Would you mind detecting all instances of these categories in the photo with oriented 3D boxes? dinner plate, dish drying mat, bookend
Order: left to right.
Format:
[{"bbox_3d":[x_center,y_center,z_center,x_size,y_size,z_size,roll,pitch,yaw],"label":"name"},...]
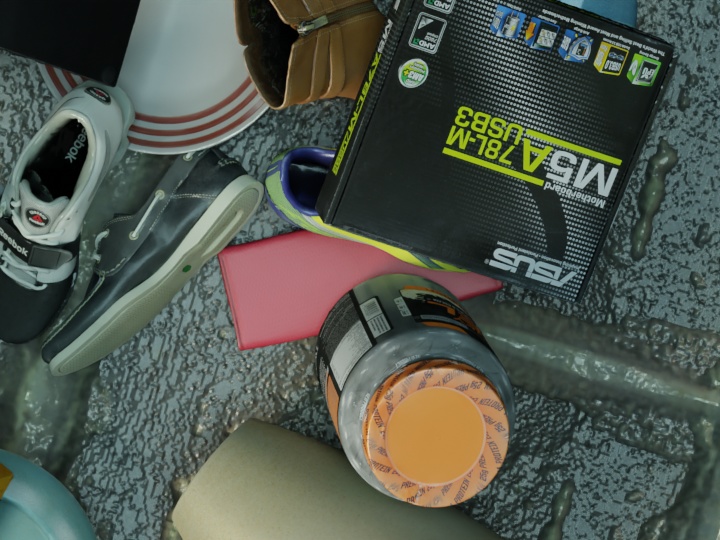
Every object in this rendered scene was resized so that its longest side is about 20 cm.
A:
[{"bbox_3d":[-0.287,-0.208,1.599,0.198,0.199,0.093,17,89,-42],"label":"bookend"},{"bbox_3d":[-0.137,-0.182,1.658,0.198,0.024,0.202,0,87,3],"label":"dinner plate"},{"bbox_3d":[0.000,0.000,1.690,0.198,0.018,0.077,-13,91,-4],"label":"dish drying mat"}]

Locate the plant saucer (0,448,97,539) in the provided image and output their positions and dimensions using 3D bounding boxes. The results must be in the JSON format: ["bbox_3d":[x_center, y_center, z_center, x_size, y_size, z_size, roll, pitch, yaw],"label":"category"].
[{"bbox_3d":[-0.281,0.219,1.634,0.198,0.027,0.202,-1,108,-4],"label":"plant saucer"}]

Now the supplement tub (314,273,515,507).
[{"bbox_3d":[0.038,0.083,1.594,0.121,0.200,0.124,-2,106,-7],"label":"supplement tub"}]

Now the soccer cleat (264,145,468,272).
[{"bbox_3d":[0.029,-0.044,1.642,0.198,0.084,0.065,12,76,0],"label":"soccer cleat"}]

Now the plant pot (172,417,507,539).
[{"bbox_3d":[-0.028,0.201,1.623,0.200,0.187,0.188,39,88,8],"label":"plant pot"}]

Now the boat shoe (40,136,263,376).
[{"bbox_3d":[-0.158,-0.008,1.655,0.068,0.072,0.200,43,89,14],"label":"boat shoe"}]

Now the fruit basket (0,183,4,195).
[{"bbox_3d":[-0.342,-0.063,1.563,0.184,0.200,0.094,25,111,-5],"label":"fruit basket"}]

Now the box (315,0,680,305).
[{"bbox_3d":[0.093,-0.095,1.586,0.199,0.048,0.194,18,101,-17],"label":"box"}]

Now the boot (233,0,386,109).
[{"bbox_3d":[-0.010,-0.139,1.605,0.076,0.155,0.201,-9,108,31],"label":"boot"}]

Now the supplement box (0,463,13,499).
[{"bbox_3d":[-0.379,0.168,1.545,0.197,0.133,0.201,35,105,17],"label":"supplement box"}]

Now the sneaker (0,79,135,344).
[{"bbox_3d":[-0.226,-0.037,1.619,0.074,0.089,0.201,23,105,5],"label":"sneaker"}]

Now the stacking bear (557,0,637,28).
[{"bbox_3d":[0.138,-0.153,1.658,0.120,0.114,0.202,11,95,-5],"label":"stacking bear"}]
